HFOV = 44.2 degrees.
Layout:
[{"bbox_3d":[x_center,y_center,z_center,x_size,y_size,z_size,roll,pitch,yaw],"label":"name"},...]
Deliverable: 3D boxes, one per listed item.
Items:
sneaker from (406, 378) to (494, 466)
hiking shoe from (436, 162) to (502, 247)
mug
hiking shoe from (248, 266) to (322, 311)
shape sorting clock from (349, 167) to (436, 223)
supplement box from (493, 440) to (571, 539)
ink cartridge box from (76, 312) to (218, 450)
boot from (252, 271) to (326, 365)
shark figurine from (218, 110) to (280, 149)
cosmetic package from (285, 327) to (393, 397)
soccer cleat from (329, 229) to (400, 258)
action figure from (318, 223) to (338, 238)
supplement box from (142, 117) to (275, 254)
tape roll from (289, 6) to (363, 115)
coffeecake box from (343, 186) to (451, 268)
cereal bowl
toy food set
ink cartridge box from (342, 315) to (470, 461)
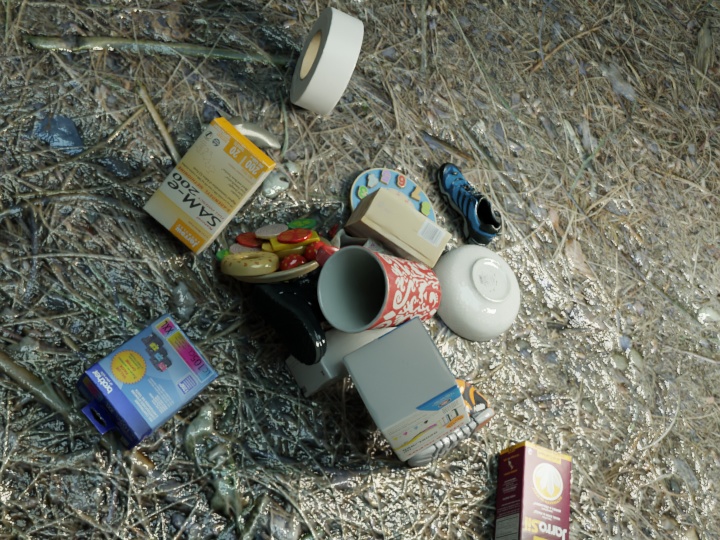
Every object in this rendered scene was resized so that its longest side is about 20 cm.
[{"bbox_3d":[0.139,0.270,1.614,0.199,0.078,0.112,-26,66,-31],"label":"sneaker"},{"bbox_3d":[0.234,-0.148,1.858,0.074,0.087,0.201,-21,78,-35],"label":"hiking shoe"},{"bbox_3d":[0.032,0.015,1.456,0.199,0.133,0.178,6,55,-56],"label":"mug"},{"bbox_3d":[-0.107,0.034,1.583,0.200,0.076,0.101,-31,80,-37],"label":"hiking shoe"},{"bbox_3d":[0.068,-0.121,1.782,0.199,0.039,0.201,13,61,-24],"label":"shape sorting clock"},{"bbox_3d":[0.314,0.428,1.615,0.110,0.086,0.201,21,58,-19],"label":"supplement box"},{"bbox_3d":[-0.342,0.180,1.379,0.137,0.076,0.200,49,55,1],"label":"ink cartridge box"},{"bbox_3d":[-0.063,0.067,1.471,0.167,0.077,0.200,-13,36,-33],"label":"boot"},{"bbox_3d":[-0.250,-0.246,1.638,0.128,0.089,0.214,50,51,3],"label":"shark figurine"},{"bbox_3d":[-0.019,0.136,1.559,0.199,0.113,0.081,-22,77,-37],"label":"cosmetic package"},{"bbox_3d":[0.035,-0.011,1.576,0.199,0.087,0.070,19,46,-1],"label":"soccer cleat"},{"bbox_3d":[0.000,0.000,1.650,0.065,0.099,0.201,-31,86,-33],"label":"action figure"},{"bbox_3d":[-0.257,-0.145,1.515,0.126,0.200,0.074,40,12,-5],"label":"supplement box"},{"bbox_3d":[-0.069,-0.412,1.751,0.070,0.202,0.204,19,58,-19],"label":"tape roll"},{"bbox_3d":[0.062,-0.071,1.621,0.153,0.200,0.073,33,83,-8],"label":"coffeecake box"},{"bbox_3d":[0.242,0.035,1.775,0.199,0.083,0.201,13,61,-24],"label":"cereal bowl"},{"bbox_3d":[-0.150,-0.034,1.540,0.198,0.198,0.049,-13,112,-9],"label":"toy food set"},{"bbox_3d":[0.081,0.203,1.484,0.147,0.200,0.145,-30,62,-2],"label":"ink cartridge box"}]
